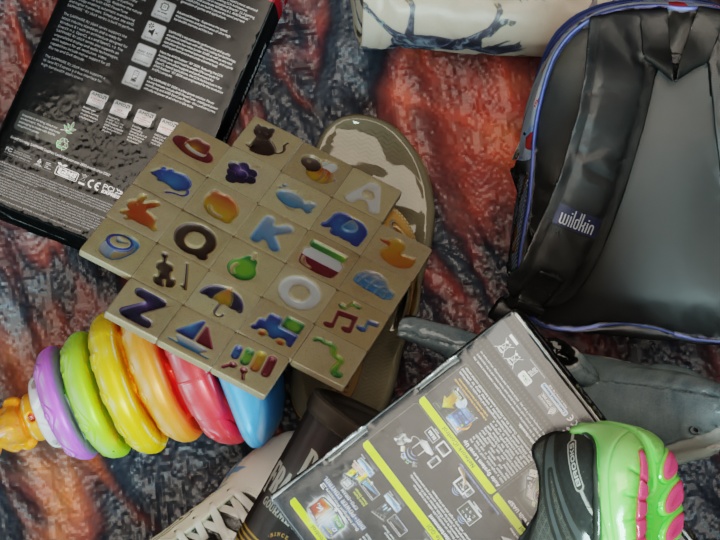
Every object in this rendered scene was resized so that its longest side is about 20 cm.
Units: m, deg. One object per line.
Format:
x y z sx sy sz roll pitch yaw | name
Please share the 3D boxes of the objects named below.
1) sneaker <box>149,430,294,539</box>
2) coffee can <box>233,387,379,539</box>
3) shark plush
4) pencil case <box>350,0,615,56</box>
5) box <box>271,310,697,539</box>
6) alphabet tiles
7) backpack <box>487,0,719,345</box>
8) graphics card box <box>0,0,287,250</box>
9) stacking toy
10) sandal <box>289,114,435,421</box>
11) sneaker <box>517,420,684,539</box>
-0.089 0.169 1.643 0.072 0.072 0.200 44 80 11 | sneaker
-0.010 0.187 1.578 0.146 0.146 0.200 30 93 7 | coffee can
0.123 0.054 1.616 0.200 0.083 0.091 31 72 17 | shark plush
0.087 -0.173 1.713 0.199 0.078 0.090 2 74 1 | pencil case
0.077 0.145 1.465 0.160 0.044 0.200 -38 86 6 | box
-0.057 -0.010 1.614 0.166 0.006 0.200 27 43 7 | alphabet tiles
0.175 -0.062 1.639 0.199 0.154 0.191 4 104 -4 | backpack
-0.135 -0.106 1.715 0.125 0.051 0.200 21 78 5 | graphics card box
-0.150 0.071 1.659 0.200 0.110 0.116 -21 96 8 | stacking toy
0.000 0.000 1.685 0.080 0.054 0.201 8 71 0 | sandal
0.108 0.170 1.406 0.084 0.077 0.201 12 97 38 | sneaker
